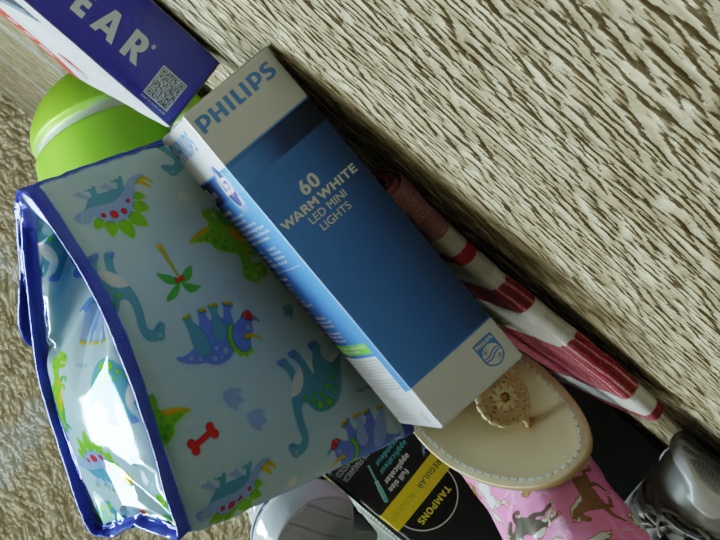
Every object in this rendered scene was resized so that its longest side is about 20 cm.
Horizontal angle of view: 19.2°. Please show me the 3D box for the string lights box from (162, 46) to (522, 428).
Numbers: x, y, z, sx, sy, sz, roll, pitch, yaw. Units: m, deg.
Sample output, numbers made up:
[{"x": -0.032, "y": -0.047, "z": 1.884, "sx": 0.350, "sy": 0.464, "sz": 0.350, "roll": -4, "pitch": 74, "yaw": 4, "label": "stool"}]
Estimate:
[{"x": -0.013, "y": -0.013, "z": 1.086, "sx": 0.200, "sy": 0.059, "sz": 0.103, "roll": 50, "pitch": 170, "yaw": -6, "label": "string lights box"}]

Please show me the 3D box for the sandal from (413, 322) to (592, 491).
[{"x": 0.036, "y": 0.043, "z": 1.186, "sx": 0.212, "sy": 0.078, "sz": 0.070, "roll": 41, "pitch": 174, "yaw": 35, "label": "sandal"}]

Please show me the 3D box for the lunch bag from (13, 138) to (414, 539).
[{"x": -0.089, "y": 0.026, "z": 1.160, "sx": 0.127, "sy": 0.170, "sz": 0.201, "roll": -6, "pitch": 103, "yaw": 52, "label": "lunch bag"}]

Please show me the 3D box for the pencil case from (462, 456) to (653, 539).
[{"x": 0.107, "y": 0.130, "z": 1.212, "sx": 0.083, "sy": 0.087, "sz": 0.200, "roll": -2, "pitch": -143, "yaw": -27, "label": "pencil case"}]

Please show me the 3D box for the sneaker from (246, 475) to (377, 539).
[{"x": -0.045, "y": 0.158, "z": 1.340, "sx": 0.071, "sy": 0.073, "sz": 0.200, "roll": 37, "pitch": 173, "yaw": 16, "label": "sneaker"}]

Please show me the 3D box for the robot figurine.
[{"x": -0.152, "y": -0.053, "z": 1.415, "sx": 0.115, "sy": 0.175, "sz": 0.200, "roll": 0, "pitch": -118, "yaw": -45, "label": "robot figurine"}]

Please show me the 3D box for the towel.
[{"x": 0.069, "y": 0.007, "z": 1.168, "sx": 0.200, "sy": 0.023, "sz": 0.144, "roll": 39, "pitch": 175, "yaw": -19, "label": "towel"}]

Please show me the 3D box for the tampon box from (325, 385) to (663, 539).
[{"x": 0.091, "y": 0.131, "z": 1.394, "sx": 0.200, "sy": 0.150, "sz": 0.126, "roll": 38, "pitch": 176, "yaw": -7, "label": "tampon box"}]

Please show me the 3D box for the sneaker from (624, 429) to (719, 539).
[{"x": 0.189, "y": 0.148, "z": 1.231, "sx": 0.075, "sy": 0.082, "sz": 0.200, "roll": 37, "pitch": 175, "yaw": 9, "label": "sneaker"}]

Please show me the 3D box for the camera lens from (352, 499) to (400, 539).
[{"x": 0.075, "y": 0.166, "z": 1.541, "sx": 0.160, "sy": 0.200, "sz": 0.160, "roll": 38, "pitch": 176, "yaw": 4, "label": "camera lens"}]

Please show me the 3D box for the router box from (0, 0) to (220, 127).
[{"x": -0.195, "y": -0.177, "z": 1.217, "sx": 0.200, "sy": 0.049, "sz": 0.179, "roll": 41, "pitch": 175, "yaw": -30, "label": "router box"}]
